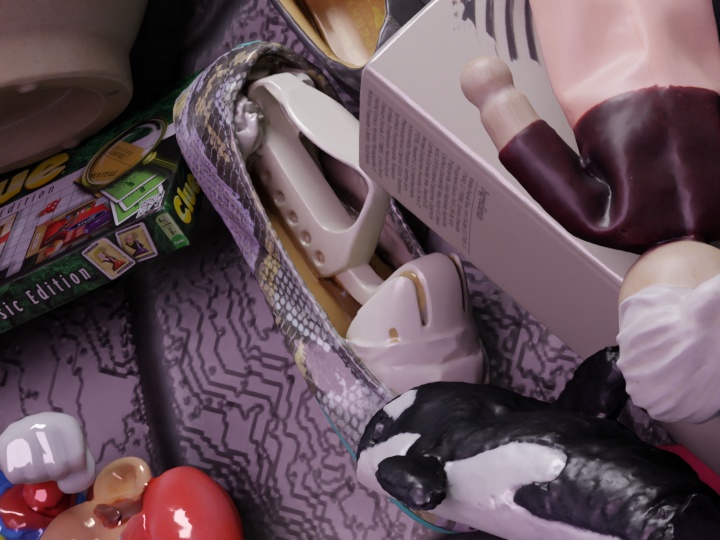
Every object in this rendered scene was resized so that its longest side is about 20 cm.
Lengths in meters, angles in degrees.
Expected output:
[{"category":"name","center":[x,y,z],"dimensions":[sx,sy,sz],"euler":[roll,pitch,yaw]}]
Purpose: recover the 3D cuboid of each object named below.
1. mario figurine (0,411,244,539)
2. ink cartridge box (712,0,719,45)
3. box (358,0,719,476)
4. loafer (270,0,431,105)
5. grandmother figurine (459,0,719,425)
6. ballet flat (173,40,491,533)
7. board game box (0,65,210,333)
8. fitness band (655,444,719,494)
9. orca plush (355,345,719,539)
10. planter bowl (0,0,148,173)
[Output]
[{"category":"mario figurine","center":[-0.132,0.110,1.088],"dimensions":[0.200,0.123,0.106],"euler":[7,72,34]},{"category":"ink cartridge box","center":[0.143,-0.120,0.996],"dimensions":[0.200,0.086,0.146],"euler":[35,99,28]},{"category":"box","center":[0.093,-0.011,0.972],"dimensions":[0.200,0.082,0.068],"euler":[41,72,14]},{"category":"loafer","center":[-0.019,-0.138,1.094],"dimensions":[0.073,0.072,0.200],"euler":[-45,63,16]},{"category":"grandmother figurine","center":[0.092,-0.047,0.912],"dimensions":[0.121,0.061,0.200],"euler":[-6,65,-5]},{"category":"ballet flat","center":[0.000,0.000,1.044],"dimensions":[0.072,0.072,0.200],"euler":[-37,75,18]},{"category":"board game box","center":[-0.143,-0.007,1.132],"dimensions":[0.200,0.105,0.023],"euler":[-25,115,22]},{"category":"fitness band","center":[0.095,0.155,1.003],"dimensions":[0.144,0.037,0.200],"euler":[42,100,31]},{"category":"orca plush","center":[0.067,0.055,0.931],"dimensions":[0.200,0.105,0.071],"euler":[-168,95,-71]},{"category":"planter bowl","center":[-0.160,-0.110,1.103],"dimensions":[0.200,0.200,0.135],"euler":[-23,78,23]}]
